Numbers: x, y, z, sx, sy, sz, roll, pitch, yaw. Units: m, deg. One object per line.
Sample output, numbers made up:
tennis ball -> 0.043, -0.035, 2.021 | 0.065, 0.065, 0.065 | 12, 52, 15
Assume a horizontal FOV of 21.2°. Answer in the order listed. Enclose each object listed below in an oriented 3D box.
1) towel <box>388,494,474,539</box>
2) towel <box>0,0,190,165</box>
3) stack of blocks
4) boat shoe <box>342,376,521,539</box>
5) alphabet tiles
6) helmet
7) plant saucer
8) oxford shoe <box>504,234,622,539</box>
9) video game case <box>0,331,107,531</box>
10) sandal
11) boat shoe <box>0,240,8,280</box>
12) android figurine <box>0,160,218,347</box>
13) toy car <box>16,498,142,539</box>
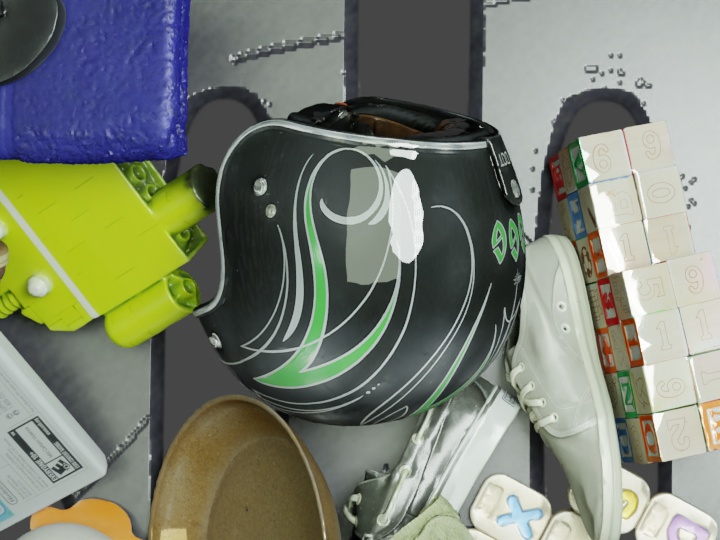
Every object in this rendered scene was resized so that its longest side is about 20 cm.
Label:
towel -> 0.049, 0.250, 1.141 | 0.036, 0.148, 0.201 | -8, 112, 42
towel -> -0.193, -0.134, 1.133 | 0.199, 0.050, 0.149 | 0, 85, 14
stack of blocks -> 0.175, 0.014, 1.183 | 0.058, 0.115, 0.201 | -11, 86, -9
boat shoe -> 0.025, 0.152, 1.215 | 0.063, 0.071, 0.201 | 31, 81, 4
alphabet tiles -> 0.141, 0.225, 1.228 | 0.195, 0.015, 0.201 | 29, 88, 4
helmet -> 0.000, 0.000, 1.163 | 0.199, 0.200, 0.192 | 7, 104, 4
plant saucer -> -0.066, 0.177, 1.181 | 0.035, 0.200, 0.202 | 5, 86, -37
oxford shoe -> 0.123, 0.076, 1.202 | 0.057, 0.075, 0.201 | -10, 75, -9
video game case -> -0.285, 0.097, 1.186 | 0.181, 0.024, 0.200 | -28, 123, 11
sandal -> -0.268, -0.152, 1.090 | 0.199, 0.043, 0.077 | 12, 90, 1
boat shoe -> -0.298, 0.016, 1.213 | 0.199, 0.072, 0.072 | -3, 98, 31
android figurine -> -0.180, -0.034, 1.202 | 0.199, 0.041, 0.182 | -27, 105, 33
toy car -> -0.175, 0.233, 1.193 | 0.176, 0.185, 0.201 | 19, 60, 4
